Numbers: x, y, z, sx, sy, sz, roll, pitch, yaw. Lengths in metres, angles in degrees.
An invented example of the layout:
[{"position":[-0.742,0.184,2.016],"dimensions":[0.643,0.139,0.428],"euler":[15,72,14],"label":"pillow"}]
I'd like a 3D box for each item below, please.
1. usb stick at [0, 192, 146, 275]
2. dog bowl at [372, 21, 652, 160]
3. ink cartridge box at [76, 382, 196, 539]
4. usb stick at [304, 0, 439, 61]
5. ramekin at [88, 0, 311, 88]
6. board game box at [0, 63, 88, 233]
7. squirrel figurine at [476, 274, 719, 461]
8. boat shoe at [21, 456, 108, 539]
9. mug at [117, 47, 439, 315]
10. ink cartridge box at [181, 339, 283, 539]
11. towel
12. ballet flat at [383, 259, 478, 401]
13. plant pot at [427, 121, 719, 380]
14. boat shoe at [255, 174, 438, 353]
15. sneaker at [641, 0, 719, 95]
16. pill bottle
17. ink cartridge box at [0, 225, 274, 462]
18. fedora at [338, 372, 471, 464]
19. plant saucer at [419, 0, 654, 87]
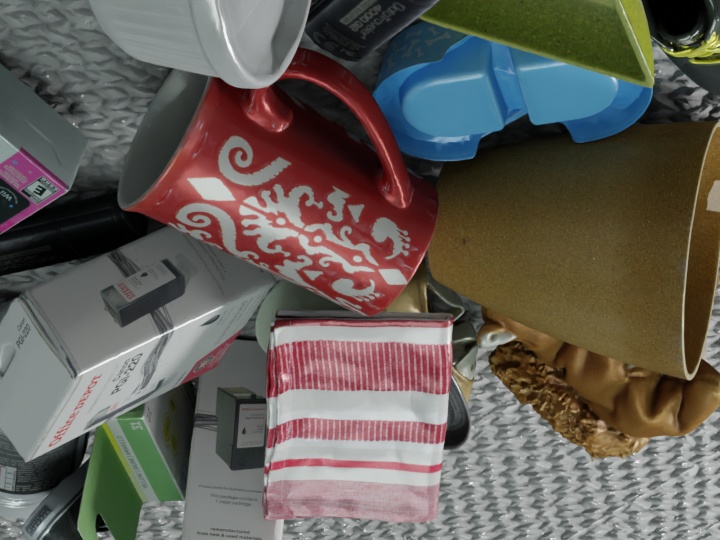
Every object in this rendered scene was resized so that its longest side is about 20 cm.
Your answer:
[{"position":[-0.262,-0.022,1.746],"dimensions":[0.199,0.033,0.055],"euler":[-12,150,18],"label":"usb stick"},{"position":[0.104,-0.136,1.569],"dimensions":[0.198,0.050,0.112],"euler":[-8,144,12],"label":"dog bowl"},{"position":[-0.184,0.158,1.868],"dimensions":[0.048,0.201,0.146],"euler":[-4,145,10],"label":"ink cartridge box"},{"position":[0.016,-0.181,1.463],"dimensions":[0.055,0.033,0.200],"euler":[29,160,-13],"label":"usb stick"},{"position":[-0.098,-0.212,1.346],"dimensions":[0.094,0.203,0.203],"euler":[3,147,17],"label":"ramekin"},{"position":[-0.322,-0.079,1.631],"dimensions":[0.199,0.065,0.147],"euler":[-28,124,35],"label":"board game box"},{"position":[0.170,0.063,1.784],"dimensions":[0.186,0.142,0.200],"euler":[19,139,-14],"label":"squirrel figurine"},{"position":[-0.227,0.198,1.911],"dimensions":[0.057,0.200,0.069],"euler":[39,111,3],"label":"boat shoe"},{"position":[-0.046,-0.060,1.564],"dimensions":[0.199,0.134,0.177],"euler":[29,164,-20],"label":"mug"},{"position":[-0.104,0.179,1.897],"dimensions":[0.083,0.201,0.146],"euler":[6,145,-3],"label":"ink cartridge box"},{"position":[-0.003,0.117,1.744],"dimensions":[0.143,0.023,0.201],"euler":[1,125,-4],"label":"towel"},{"position":[0.064,0.054,1.834],"dimensions":[0.063,0.069,0.200],"euler":[-25,141,9],"label":"ballet flat"},{"position":[0.156,-0.027,1.638],"dimensions":[0.199,0.187,0.187],"euler":[8,148,16],"label":"plant pot"},{"position":[0.000,-0.001,1.729],"dimensions":[0.070,0.071,0.201],"euler":[48,120,1],"label":"boat shoe"},{"position":[0.215,-0.168,1.487],"dimensions":[0.074,0.085,0.200],"euler":[-14,141,24],"label":"sneaker"},{"position":[-0.285,0.122,1.893],"dimensions":[0.115,0.117,0.200],"euler":[7,145,-8],"label":"pill bottle"},{"position":[-0.183,0.047,1.719],"dimensions":[0.199,0.085,0.146],"euler":[-24,162,-37],"label":"ink cartridge box"},{"position":[-0.001,0.111,1.828],"dimensions":[0.176,0.091,0.200],"euler":[30,160,14],"label":"fedora"},{"position":[0.087,-0.214,1.398],"dimensions":[0.199,0.048,0.200],"euler":[21,158,34],"label":"plant saucer"}]
